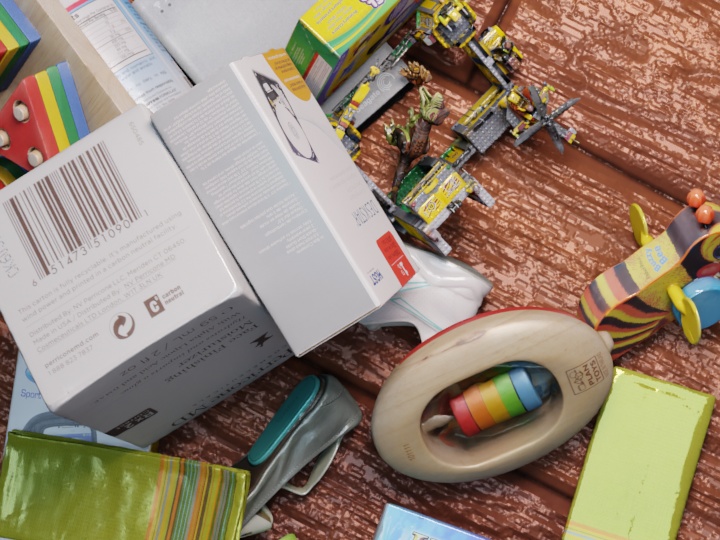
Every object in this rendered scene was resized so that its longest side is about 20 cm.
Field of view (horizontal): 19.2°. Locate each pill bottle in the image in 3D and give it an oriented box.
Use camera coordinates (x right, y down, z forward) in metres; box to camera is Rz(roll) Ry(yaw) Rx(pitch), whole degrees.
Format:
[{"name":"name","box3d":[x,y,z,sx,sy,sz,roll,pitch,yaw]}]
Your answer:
[{"name":"pill bottle","box3d":[-0.212,-0.162,1.682,0.108,0.109,0.200,-37,82,-2]}]

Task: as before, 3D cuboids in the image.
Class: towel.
[{"name":"towel","box3d":[-0.186,0.179,1.634,0.198,0.018,0.087,9,83,13]},{"name":"towel","box3d":[0.209,0.183,1.660,0.085,0.018,0.201,17,84,2]}]

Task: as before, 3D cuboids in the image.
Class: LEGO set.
[{"name":"LEGO set","box3d":[0.063,-0.110,1.636,0.200,0.116,0.154,-39,114,-9]}]

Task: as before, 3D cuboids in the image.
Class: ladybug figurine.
[{"name":"ladybug figurine","box3d":[0.101,0.088,1.640,0.199,0.072,0.136,-21,122,6]}]

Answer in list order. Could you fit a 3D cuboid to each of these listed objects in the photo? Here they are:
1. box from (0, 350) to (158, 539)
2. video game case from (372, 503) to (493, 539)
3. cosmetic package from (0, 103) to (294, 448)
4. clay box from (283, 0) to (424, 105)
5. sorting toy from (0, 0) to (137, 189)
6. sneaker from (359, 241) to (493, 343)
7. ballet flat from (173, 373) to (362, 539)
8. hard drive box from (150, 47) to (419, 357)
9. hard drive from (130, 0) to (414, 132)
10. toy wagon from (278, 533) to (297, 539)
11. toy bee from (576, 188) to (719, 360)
[{"name":"box","box3d":[-0.221,0.145,1.682,0.118,0.041,0.202,7,86,4]},{"name":"video game case","box3d":[0.083,0.294,1.609,0.199,0.045,0.183,19,83,3]},{"name":"cosmetic package","box3d":[-0.162,0.010,1.569,0.164,0.200,0.166,-31,72,6]},{"name":"clay box","box3d":[0.020,-0.216,1.646,0.048,0.115,0.200,43,67,4]},{"name":"sorting toy","box3d":[-0.278,-0.116,1.637,0.069,0.200,0.199,-30,80,-45]},{"name":"sneaker","box3d":[0.000,0.000,1.673,0.199,0.070,0.081,26,96,8]},{"name":"ballet flat","box3d":[-0.076,0.168,1.662,0.200,0.067,0.064,-46,114,0]},{"name":"hard drive box","box3d":[-0.052,-0.053,1.543,0.077,0.156,0.201,-31,93,15]},{"name":"hard drive","box3d":[-0.070,-0.182,1.715,0.139,0.033,0.200,-41,83,-2]},{"name":"toy wagon","box3d":[-0.075,0.309,1.655,0.199,0.040,0.156,-31,83,0]},{"name":"toy bee","box3d":[0.248,-0.016,1.640,0.200,0.109,0.131,-43,49,-9]}]
